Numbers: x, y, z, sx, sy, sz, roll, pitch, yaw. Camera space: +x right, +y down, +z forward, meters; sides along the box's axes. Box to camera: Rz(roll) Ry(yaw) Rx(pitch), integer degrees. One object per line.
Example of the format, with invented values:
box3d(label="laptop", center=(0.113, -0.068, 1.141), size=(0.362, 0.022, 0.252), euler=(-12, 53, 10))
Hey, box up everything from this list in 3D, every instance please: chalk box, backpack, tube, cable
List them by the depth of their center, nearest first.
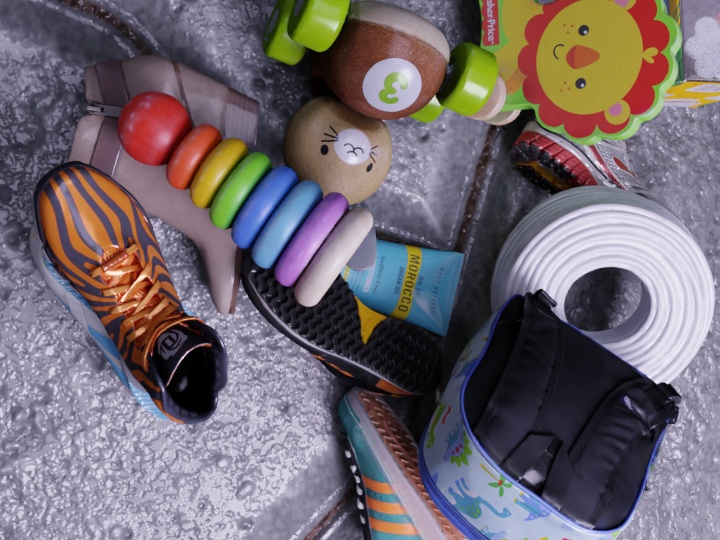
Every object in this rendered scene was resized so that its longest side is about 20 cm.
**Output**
box3d(label="backpack", center=(0.139, 0.145, 0.731), size=(0.183, 0.147, 0.200), euler=(37, 37, 5))
box3d(label="tube", center=(0.000, 0.000, 0.796), size=(0.199, 0.050, 0.078), euler=(14, 93, -25))
box3d(label="cable", center=(0.219, 0.026, 0.828), size=(0.200, 0.069, 0.200), euler=(40, 106, -9))
box3d(label="chalk box", center=(0.317, -0.269, 0.877), size=(0.124, 0.124, 0.202), euler=(-2, 89, -20))

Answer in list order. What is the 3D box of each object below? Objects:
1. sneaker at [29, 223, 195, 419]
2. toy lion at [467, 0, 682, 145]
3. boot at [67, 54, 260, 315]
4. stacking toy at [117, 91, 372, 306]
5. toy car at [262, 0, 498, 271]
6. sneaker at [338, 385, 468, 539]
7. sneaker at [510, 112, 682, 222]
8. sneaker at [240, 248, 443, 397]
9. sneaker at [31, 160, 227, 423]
box3d(label="sneaker", center=(-0.183, 0.031, 0.709), size=(0.076, 0.081, 0.201), euler=(-37, 122, -19))
box3d(label="toy lion", center=(0.179, -0.210, 0.790), size=(0.069, 0.190, 0.202), euler=(-3, 90, -63))
box3d(label="boot", center=(-0.161, -0.070, 0.726), size=(0.145, 0.070, 0.202), euler=(5, 89, -13))
box3d(label="stacking toy", center=(-0.091, -0.064, 0.669), size=(0.200, 0.085, 0.086), euler=(37, 77, 0))
box3d(label="toy car", center=(-0.010, -0.108, 0.735), size=(0.163, 0.158, 0.201), euler=(19, 88, -20))
box3d(label="sneaker", center=(0.024, 0.201, 0.786), size=(0.080, 0.071, 0.201), euler=(-33, 82, 19))
box3d(label="sneaker", center=(0.242, -0.093, 0.871), size=(0.199, 0.078, 0.082), euler=(35, 73, -19))
box3d(label="sneaker", center=(-0.028, 0.052, 0.756), size=(0.200, 0.090, 0.070), euler=(33, 59, -22))
box3d(label="sneaker", center=(-0.143, 0.020, 0.611), size=(0.077, 0.112, 0.201), euler=(-37, 121, -19))
